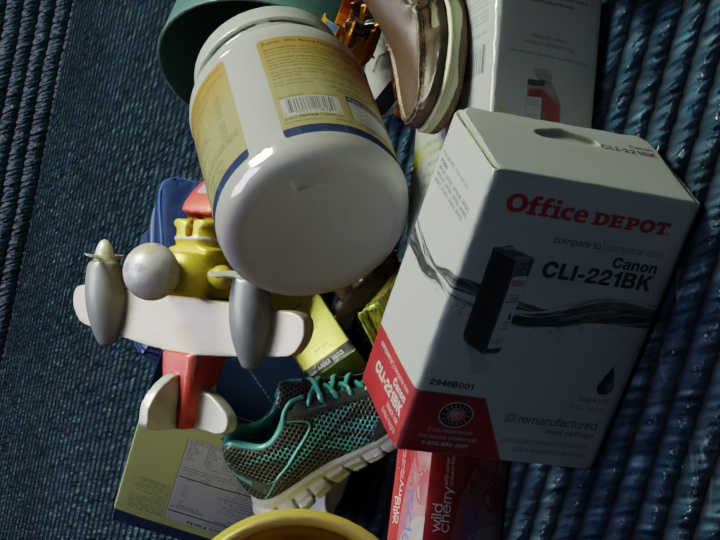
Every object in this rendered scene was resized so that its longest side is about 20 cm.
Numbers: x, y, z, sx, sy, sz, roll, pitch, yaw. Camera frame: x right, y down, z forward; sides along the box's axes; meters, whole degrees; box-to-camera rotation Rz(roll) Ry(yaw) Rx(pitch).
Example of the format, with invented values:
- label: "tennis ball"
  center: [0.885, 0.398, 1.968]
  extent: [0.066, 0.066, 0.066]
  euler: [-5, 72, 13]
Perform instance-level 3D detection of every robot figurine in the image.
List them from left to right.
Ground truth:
- label: "robot figurine"
  center: [0.032, -0.194, 1.392]
  extent: [0.200, 0.144, 0.059]
  euler: [121, 166, -67]

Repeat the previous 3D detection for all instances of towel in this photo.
- label: "towel"
  center: [0.035, 0.046, 1.272]
  extent: [0.200, 0.018, 0.087]
  euler: [-48, -60, -76]

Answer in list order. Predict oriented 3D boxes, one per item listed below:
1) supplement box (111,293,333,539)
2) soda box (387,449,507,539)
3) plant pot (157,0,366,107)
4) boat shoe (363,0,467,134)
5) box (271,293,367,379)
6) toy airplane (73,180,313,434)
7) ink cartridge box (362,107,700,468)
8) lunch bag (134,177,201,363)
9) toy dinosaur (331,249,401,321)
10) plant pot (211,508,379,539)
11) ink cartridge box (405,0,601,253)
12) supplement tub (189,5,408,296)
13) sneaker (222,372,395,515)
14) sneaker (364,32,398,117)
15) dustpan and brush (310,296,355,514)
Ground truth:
- label: "supplement box"
  center: [-0.123, 0.115, 1.587]
  extent: [0.200, 0.133, 0.201]
  euler: [112, 175, -46]
- label: "soda box"
  center: [0.056, 0.218, 1.255]
  extent: [0.070, 0.063, 0.202]
  euler: [171, 107, -69]
- label: "plant pot"
  center: [-0.074, -0.244, 1.633]
  extent: [0.201, 0.199, 0.162]
  euler: [130, 157, -55]
- label: "boat shoe"
  center: [0.029, -0.189, 1.242]
  extent: [0.075, 0.074, 0.204]
  euler: [126, 149, -54]
- label: "box"
  center: [-0.059, 0.024, 1.486]
  extent: [0.200, 0.050, 0.075]
  euler: [55, 179, 34]
- label: "toy airplane"
  center: [-0.141, 0.031, 1.388]
  extent: [0.200, 0.141, 0.200]
  euler: [-37, 51, 16]
- label: "ink cartridge box"
  center: [0.103, 0.014, 1.092]
  extent: [0.084, 0.143, 0.201]
  euler: [-118, 41, -57]
- label: "lunch bag"
  center: [-0.159, -0.006, 1.832]
  extent: [0.201, 0.135, 0.133]
  euler: [-100, 28, -44]
- label: "toy dinosaur"
  center: [0.000, 0.000, 1.421]
  extent: [0.200, 0.085, 0.136]
  euler: [-108, 3, -56]
- label: "plant pot"
  center: [-0.054, 0.286, 1.370]
  extent: [0.189, 0.199, 0.203]
  euler: [130, 147, -83]
- label: "ink cartridge box"
  center: [0.098, -0.091, 1.238]
  extent: [0.145, 0.083, 0.202]
  euler: [161, 116, -69]
- label: "supplement tub"
  center: [-0.052, -0.095, 1.320]
  extent: [0.201, 0.143, 0.145]
  euler: [-108, 33, -47]
- label: "sneaker"
  center: [-0.026, 0.114, 1.382]
  extent: [0.200, 0.091, 0.078]
  euler: [-38, 22, 7]
- label: "sneaker"
  center: [0.027, -0.220, 1.497]
  extent: [0.074, 0.079, 0.201]
  euler: [-107, 31, -47]
- label: "dustpan and brush"
  center: [-0.027, 0.112, 1.522]
  extent: [0.201, 0.057, 0.140]
  euler: [-67, 13, -6]
